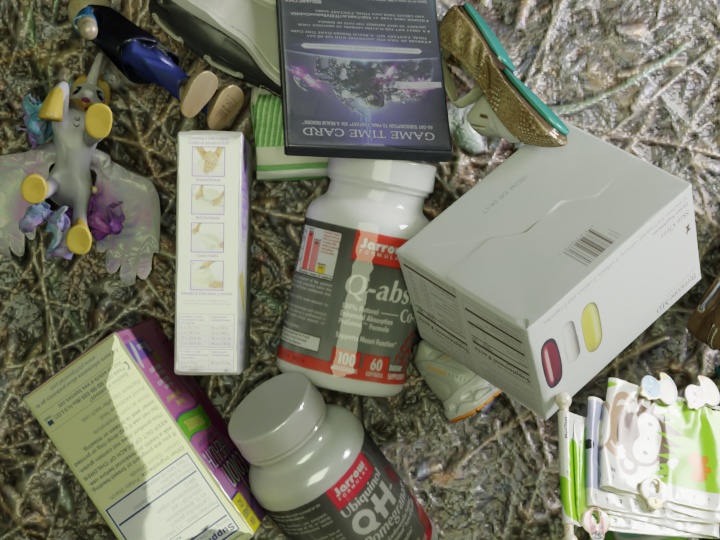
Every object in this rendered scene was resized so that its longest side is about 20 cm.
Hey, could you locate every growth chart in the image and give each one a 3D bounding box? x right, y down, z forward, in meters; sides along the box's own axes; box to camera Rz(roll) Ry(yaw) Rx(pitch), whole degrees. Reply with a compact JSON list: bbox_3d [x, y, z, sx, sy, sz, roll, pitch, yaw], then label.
[{"bbox_3d":[0.240,0.152,1.348,0.198,0.018,0.146,3,71,-24],"label":"growth chart"}]

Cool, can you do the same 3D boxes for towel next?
[{"bbox_3d":[-0.028,-0.184,1.495,0.151,0.023,0.203,-3,88,-1],"label":"towel"}]

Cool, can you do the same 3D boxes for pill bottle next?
[{"bbox_3d":[0.000,0.000,1.439,0.115,0.116,0.202,11,93,-1],"label":"pill bottle"},{"bbox_3d":[-0.026,0.185,1.410,0.110,0.111,0.201,-35,116,-1],"label":"pill bottle"}]

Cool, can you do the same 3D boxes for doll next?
[{"bbox_3d":[-0.188,-0.186,1.441,0.199,0.136,0.049,36,96,32],"label":"doll"}]

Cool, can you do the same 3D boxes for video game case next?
[{"bbox_3d":[0.000,-0.183,1.425,0.141,0.019,0.202,2,61,-11],"label":"video game case"}]

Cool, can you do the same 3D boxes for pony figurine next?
[{"bbox_3d":[-0.246,-0.080,1.424,0.165,0.200,0.195,10,105,-7],"label":"pony figurine"}]

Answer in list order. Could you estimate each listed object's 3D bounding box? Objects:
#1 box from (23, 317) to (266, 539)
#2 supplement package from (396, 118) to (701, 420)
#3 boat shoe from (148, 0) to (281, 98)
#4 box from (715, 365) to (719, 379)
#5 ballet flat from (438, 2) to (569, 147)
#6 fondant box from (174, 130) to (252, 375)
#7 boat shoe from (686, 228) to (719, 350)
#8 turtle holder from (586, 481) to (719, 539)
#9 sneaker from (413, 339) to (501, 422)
[{"bbox_3d":[-0.172,0.153,1.407,0.096,0.176,0.201,-34,90,4],"label":"box"},{"bbox_3d":[0.160,-0.005,1.387,0.200,0.111,0.155,-39,48,-21],"label":"supplement package"},{"bbox_3d":[-0.099,-0.196,1.453,0.199,0.060,0.074,32,51,-4],"label":"boat shoe"},{"bbox_3d":[0.409,0.148,1.482,0.082,0.049,0.201,-35,89,-1],"label":"box"},{"bbox_3d":[0.114,-0.154,1.438,0.065,0.201,0.070,-42,133,13],"label":"ballet flat"},{"bbox_3d":[-0.125,-0.013,1.429,0.058,0.144,0.203,0,89,0],"label":"fondant box"},{"bbox_3d":[0.352,-0.019,1.468,0.072,0.072,0.201,22,68,28],"label":"boat shoe"},{"bbox_3d":[0.295,0.224,1.431,0.184,0.132,0.142,-22,81,-27],"label":"turtle holder"},{"bbox_3d":[0.132,0.041,1.470,0.200,0.076,0.092,-40,85,-2],"label":"sneaker"}]
